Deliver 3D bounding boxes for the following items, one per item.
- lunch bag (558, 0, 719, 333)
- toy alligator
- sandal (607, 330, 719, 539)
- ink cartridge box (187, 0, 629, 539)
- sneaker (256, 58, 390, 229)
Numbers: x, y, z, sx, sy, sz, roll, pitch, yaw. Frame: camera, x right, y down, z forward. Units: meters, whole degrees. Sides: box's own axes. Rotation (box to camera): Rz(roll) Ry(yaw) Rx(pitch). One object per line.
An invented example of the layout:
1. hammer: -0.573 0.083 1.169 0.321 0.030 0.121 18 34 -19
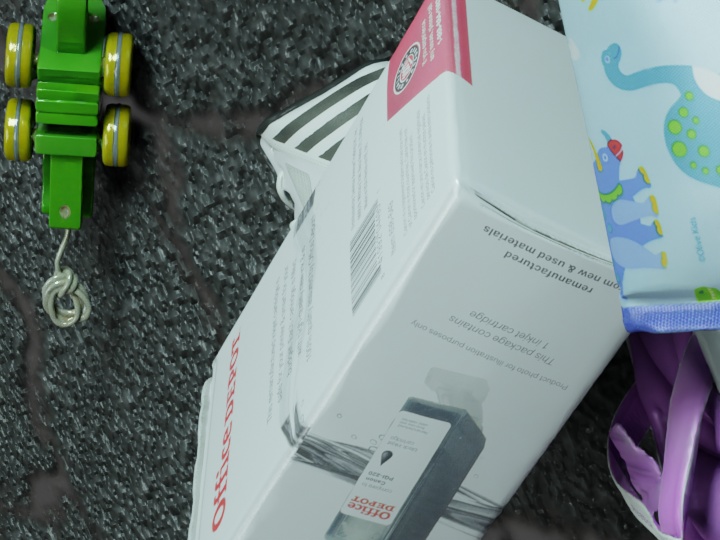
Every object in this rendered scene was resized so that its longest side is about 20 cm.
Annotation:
1. lunch bag: 0.165 -0.081 0.636 0.199 0.127 0.171 -5 105 40
2. toy alligator: -0.141 -0.067 1.088 0.054 0.059 0.201 -91 6 -54
3. sandal: 0.107 0.056 0.786 0.083 0.049 0.204 107 155 -55
4. ink cartridge box: 0.017 0.022 0.793 0.084 0.146 0.200 24 121 -16
5. sneaker: 0.000 0.000 0.945 0.115 0.075 0.201 48 133 36
